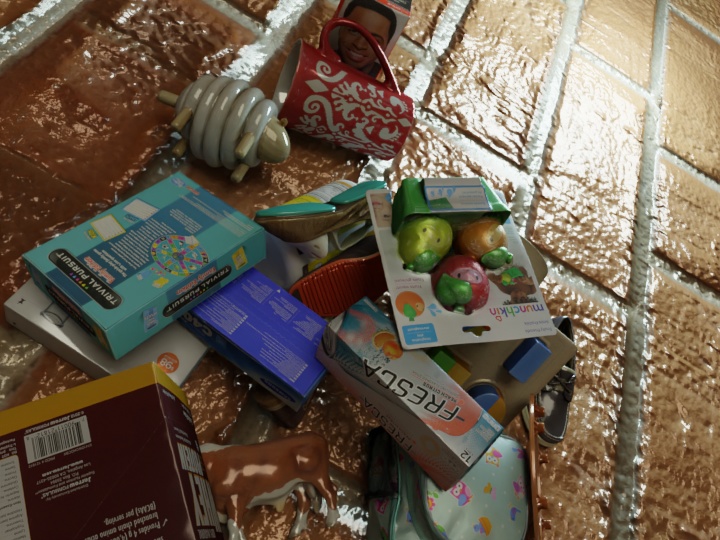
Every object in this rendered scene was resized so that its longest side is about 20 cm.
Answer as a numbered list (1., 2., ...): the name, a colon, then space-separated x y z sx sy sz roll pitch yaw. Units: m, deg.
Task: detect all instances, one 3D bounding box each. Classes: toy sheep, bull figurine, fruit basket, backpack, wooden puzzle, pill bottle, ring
1. toy sheep: -0.188 -0.202 0.860 0.199 0.138 0.138 26 53 -2
2. bull figurine: -0.116 0.234 0.672 0.199 0.065 0.122 -6 68 -27
3. fruit basket: 0.111 -0.015 0.698 0.184 0.094 0.201 -2 55 -17
4. backpack: 0.096 0.271 0.703 0.175 0.153 0.201 18 63 -19
5. wooden puzzle: 0.157 0.119 0.794 0.200 0.186 0.046 37 10 -18
6. pill bottle: -0.050 -0.054 0.848 0.199 0.109 0.109 -29 77 -36
7. ring: 0.220 0.253 0.762 0.019 0.201 0.202 -3 54 16

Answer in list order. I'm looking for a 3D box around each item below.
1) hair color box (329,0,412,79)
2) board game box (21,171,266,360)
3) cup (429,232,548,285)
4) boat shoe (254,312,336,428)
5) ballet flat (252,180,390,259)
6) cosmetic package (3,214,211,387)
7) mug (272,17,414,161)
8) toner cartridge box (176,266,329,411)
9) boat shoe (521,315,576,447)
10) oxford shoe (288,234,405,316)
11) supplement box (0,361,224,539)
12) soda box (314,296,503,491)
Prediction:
1. hair color box: -0.007 -0.356 0.992 0.101 0.200 0.062 20 50 -14
2. board game box: -0.226 -0.015 0.675 0.151 0.047 0.200 32 52 26
3. cup: 0.136 0.019 0.865 0.200 0.200 0.144 32 77 -5
4. boat shoe: -0.059 0.105 0.785 0.072 0.072 0.201 54 39 -26
5. ballet flat: -0.038 -0.056 0.759 0.199 0.068 0.073 -22 115 -41
6. cosmetic package: -0.267 0.050 0.716 0.199 0.052 0.151 34 54 -4
7. mug: -0.017 -0.265 0.957 0.199 0.178 0.134 18 52 -21
8. toner cartridge box: -0.120 0.059 0.709 0.199 0.043 0.095 36 52 7
9. boat shoe: 0.281 0.154 0.915 0.072 0.065 0.201 24 54 -13
10. oxford shoe: 0.000 0.000 0.787 0.199 0.072 0.073 -20 27 -12
11. supplement box: -0.234 0.218 0.540 0.196 0.133 0.201 -18 69 -10
12. soda box: 0.045 0.124 0.646 0.200 0.069 0.063 43 52 17
